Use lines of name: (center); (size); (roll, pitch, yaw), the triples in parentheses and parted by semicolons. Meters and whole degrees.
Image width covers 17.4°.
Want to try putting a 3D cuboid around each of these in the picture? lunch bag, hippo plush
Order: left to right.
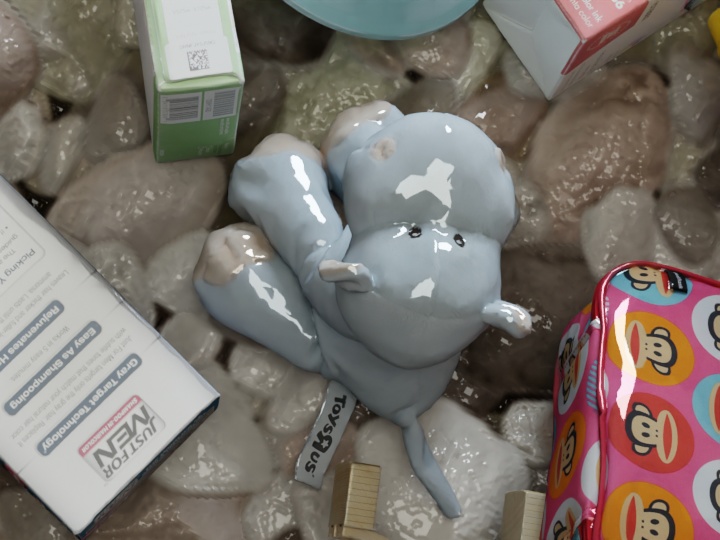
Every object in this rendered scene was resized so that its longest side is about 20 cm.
hippo plush: (0.000, 0.000, 1.134); (0.159, 0.161, 0.200); (13, 79, -3)
lunch bag: (0.180, 0.104, 1.141); (0.176, 0.082, 0.200); (16, 54, -12)

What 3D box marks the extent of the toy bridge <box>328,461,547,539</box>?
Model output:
toy bridge: (0.079, 0.142, 1.156); (0.200, 0.027, 0.067); (12, 78, -20)

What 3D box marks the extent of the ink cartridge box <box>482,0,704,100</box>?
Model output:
ink cartridge box: (0.168, -0.177, 1.203); (0.200, 0.116, 0.068); (-33, 84, -9)

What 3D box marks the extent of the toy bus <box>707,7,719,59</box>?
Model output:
toy bus: (0.275, -0.098, 1.185); (0.200, 0.192, 0.136); (3, 53, -31)

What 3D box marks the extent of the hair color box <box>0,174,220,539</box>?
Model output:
hair color box: (-0.174, 0.029, 1.166); (0.200, 0.061, 0.100); (45, 80, 5)

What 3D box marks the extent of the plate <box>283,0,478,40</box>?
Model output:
plate: (0.003, -0.215, 1.197); (0.200, 0.026, 0.200); (11, 70, -32)

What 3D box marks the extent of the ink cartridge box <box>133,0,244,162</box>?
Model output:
ink cartridge box: (-0.097, -0.166, 1.165); (0.048, 0.146, 0.200); (-8, 80, -6)
